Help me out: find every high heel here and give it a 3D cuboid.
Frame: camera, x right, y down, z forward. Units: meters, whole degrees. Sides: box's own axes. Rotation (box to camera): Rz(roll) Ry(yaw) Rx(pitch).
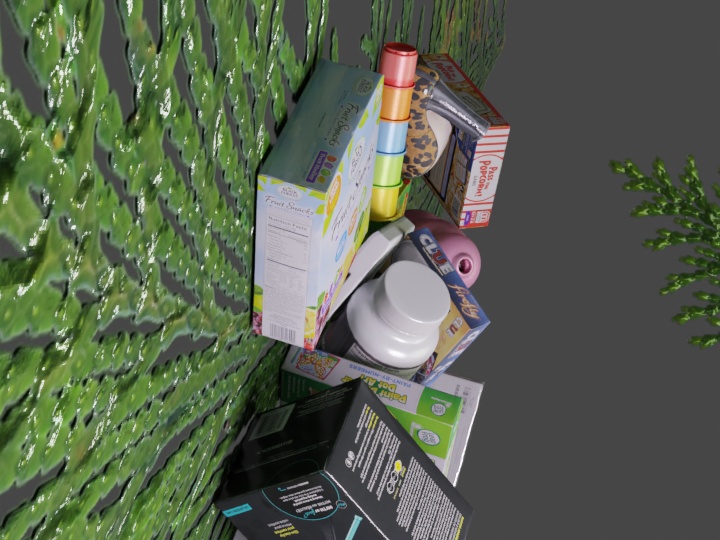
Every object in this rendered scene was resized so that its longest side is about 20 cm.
[{"bbox_3d":[0.053,-0.190,1.720,0.200,0.142,0.072,-25,-145,53],"label":"high heel"}]

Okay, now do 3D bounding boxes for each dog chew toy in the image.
[{"bbox_3d":[0.090,-0.015,1.816,0.200,0.124,0.125,16,-90,65],"label":"dog chew toy"}]

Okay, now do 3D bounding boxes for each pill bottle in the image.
[{"bbox_3d":[0.020,0.079,1.542,0.200,0.110,0.111,-53,-171,45],"label":"pill bottle"}]

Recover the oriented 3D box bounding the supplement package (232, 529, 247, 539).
[{"bbox_3d":[-0.079,0.334,1.531,0.200,0.113,0.110,96,14,-54],"label":"supplement package"}]

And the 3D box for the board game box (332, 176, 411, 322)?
[{"bbox_3d":[0.012,-0.015,1.741,0.102,0.047,0.201,-57,161,-67],"label":"board game box"}]

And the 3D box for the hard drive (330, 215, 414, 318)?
[{"bbox_3d":[0.000,0.000,1.579,0.132,0.027,0.200,-49,177,12],"label":"hard drive"}]

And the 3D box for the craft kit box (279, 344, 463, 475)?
[{"bbox_3d":[0.006,0.181,1.531,0.200,0.197,0.049,95,13,-50],"label":"craft kit box"}]

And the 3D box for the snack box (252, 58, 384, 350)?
[{"bbox_3d":[-0.038,-0.058,1.235,0.201,0.067,0.169,94,14,-47],"label":"snack box"}]

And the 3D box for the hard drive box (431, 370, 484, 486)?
[{"bbox_3d":[0.060,0.204,1.942,0.077,0.199,0.157,20,86,-83],"label":"hard drive box"}]

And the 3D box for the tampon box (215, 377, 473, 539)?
[{"bbox_3d":[-0.012,0.233,1.353,0.200,0.149,0.126,51,38,-23],"label":"tampon box"}]

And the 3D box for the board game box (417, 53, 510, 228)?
[{"bbox_3d":[0.121,-0.174,1.819,0.200,0.046,0.152,-121,-147,-47],"label":"board game box"}]

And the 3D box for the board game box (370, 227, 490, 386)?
[{"bbox_3d":[0.056,0.063,1.611,0.035,0.136,0.200,-18,158,-40],"label":"board game box"}]

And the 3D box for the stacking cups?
[{"bbox_3d":[0.025,-0.158,1.565,0.061,0.060,0.201,-58,157,-63],"label":"stacking cups"}]
